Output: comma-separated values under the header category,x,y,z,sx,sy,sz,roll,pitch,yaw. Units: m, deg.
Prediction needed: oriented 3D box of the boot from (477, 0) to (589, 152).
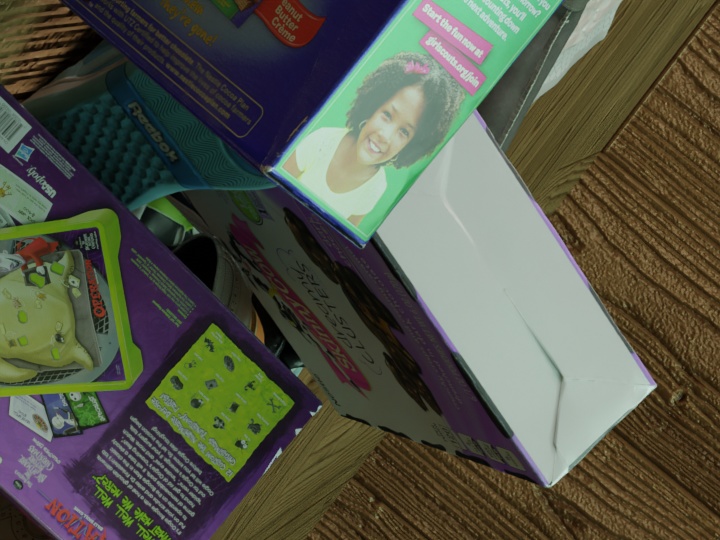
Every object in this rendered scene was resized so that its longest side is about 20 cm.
category,x,y,z,sx,sy,sz,roll,pitch,yaw
boot,0.069,-0.150,1.566,0.200,0.072,0.182,-63,-153,31

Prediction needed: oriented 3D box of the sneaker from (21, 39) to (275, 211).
category,x,y,z,sx,sy,sz,roll,pitch,yaw
sneaker,-0.053,-0.093,1.227,0.199,0.080,0.131,-9,-149,41

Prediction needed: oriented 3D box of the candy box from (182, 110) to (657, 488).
category,x,y,z,sx,sy,sz,roll,pitch,yaw
candy box,0.015,-0.003,1.274,0.072,0.168,0.200,-42,-158,-16

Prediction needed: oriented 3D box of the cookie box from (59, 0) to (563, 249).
category,x,y,z,sx,sy,sz,roll,pitch,yaw
cookie box,-0.003,-0.140,1.081,0.200,0.171,0.075,-51,142,2

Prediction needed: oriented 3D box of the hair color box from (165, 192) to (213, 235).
category,x,y,z,sx,sy,sz,roll,pitch,yaw
hair color box,-0.019,-0.101,1.461,0.200,0.060,0.100,-51,139,-6

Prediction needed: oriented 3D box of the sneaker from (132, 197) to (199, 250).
category,x,y,z,sx,sy,sz,roll,pitch,yaw
sneaker,-0.062,-0.047,1.534,0.200,0.083,0.072,-47,171,-28

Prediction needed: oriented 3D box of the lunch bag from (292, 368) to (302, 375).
category,x,y,z,sx,sy,sz,roll,pitch,yaw
lunch bag,-0.132,0.071,1.499,0.160,0.077,0.200,-17,-166,30

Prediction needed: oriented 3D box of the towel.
category,x,y,z,sx,sy,sz,roll,pitch,yaw
towel,0.197,-0.229,2.377,0.200,0.032,0.191,-42,168,-53

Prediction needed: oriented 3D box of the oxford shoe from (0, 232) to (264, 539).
category,x,y,z,sx,sy,sz,roll,pitch,yaw
oxford shoe,-0.118,0.064,1.247,0.200,0.071,0.073,-53,153,-29

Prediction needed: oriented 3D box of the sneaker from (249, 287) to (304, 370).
category,x,y,z,sx,sy,sz,roll,pitch,yaw
sneaker,0.000,0.000,1.432,0.199,0.087,0.074,-28,134,-29

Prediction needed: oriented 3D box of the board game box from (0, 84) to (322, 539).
category,x,y,z,sx,sy,sz,roll,pitch,yaw
board game box,-0.122,0.033,1.189,0.120,0.200,0.032,-50,-157,-15
